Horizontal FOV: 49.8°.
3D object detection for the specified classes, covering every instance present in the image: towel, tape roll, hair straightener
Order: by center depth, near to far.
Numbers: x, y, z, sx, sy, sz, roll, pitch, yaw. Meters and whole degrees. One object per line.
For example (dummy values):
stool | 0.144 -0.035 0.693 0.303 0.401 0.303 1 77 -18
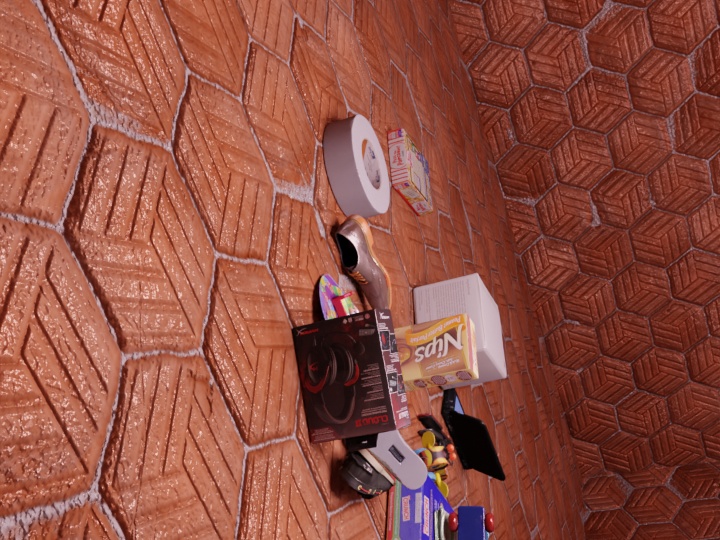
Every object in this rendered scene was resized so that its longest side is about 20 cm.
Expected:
towel | 0.181 0.541 1.465 0.200 0.023 0.156 47 39 -55
tape roll | -0.005 -0.206 1.566 0.200 0.065 0.205 -12 90 -71
hair straightener | 0.172 0.393 1.742 0.201 0.040 0.078 59 27 -51

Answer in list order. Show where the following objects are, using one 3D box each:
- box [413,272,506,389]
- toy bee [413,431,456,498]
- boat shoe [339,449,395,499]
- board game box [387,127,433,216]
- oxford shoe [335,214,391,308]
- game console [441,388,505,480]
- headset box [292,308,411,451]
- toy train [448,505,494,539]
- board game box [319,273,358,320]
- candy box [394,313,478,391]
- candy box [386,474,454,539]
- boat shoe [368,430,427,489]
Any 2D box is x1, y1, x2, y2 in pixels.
box | 0.239 0.150 1.860 0.199 0.168 0.204 48 35 -53
toy bee | 0.147 0.390 1.544 0.200 0.107 0.133 17 53 -73
boat shoe | 0.011 0.342 1.293 0.073 0.063 0.202 40 -9 23
board game box | 0.130 -0.249 1.986 0.200 0.045 0.155 40 42 -59
oxford shoe | 0.000 0.000 1.478 0.073 0.070 0.203 -40 113 -46
game console | 0.284 0.394 1.919 0.177 0.114 0.203 -71 143 -55
headset box | -0.012 0.173 1.197 0.075 0.146 0.205 7 71 -67
toy train | 0.206 0.543 1.411 0.116 0.083 0.204 67 23 -59
board game box | -0.007 0.090 1.362 0.201 0.038 0.160 53 21 -42
candy box | 0.124 0.164 1.499 0.055 0.196 0.118 48 35 -51
candy box | 0.117 0.496 1.458 0.201 0.076 0.171 60 27 -42
boat shoe | 0.038 0.286 1.325 0.201 0.071 0.070 51 -17 -17
